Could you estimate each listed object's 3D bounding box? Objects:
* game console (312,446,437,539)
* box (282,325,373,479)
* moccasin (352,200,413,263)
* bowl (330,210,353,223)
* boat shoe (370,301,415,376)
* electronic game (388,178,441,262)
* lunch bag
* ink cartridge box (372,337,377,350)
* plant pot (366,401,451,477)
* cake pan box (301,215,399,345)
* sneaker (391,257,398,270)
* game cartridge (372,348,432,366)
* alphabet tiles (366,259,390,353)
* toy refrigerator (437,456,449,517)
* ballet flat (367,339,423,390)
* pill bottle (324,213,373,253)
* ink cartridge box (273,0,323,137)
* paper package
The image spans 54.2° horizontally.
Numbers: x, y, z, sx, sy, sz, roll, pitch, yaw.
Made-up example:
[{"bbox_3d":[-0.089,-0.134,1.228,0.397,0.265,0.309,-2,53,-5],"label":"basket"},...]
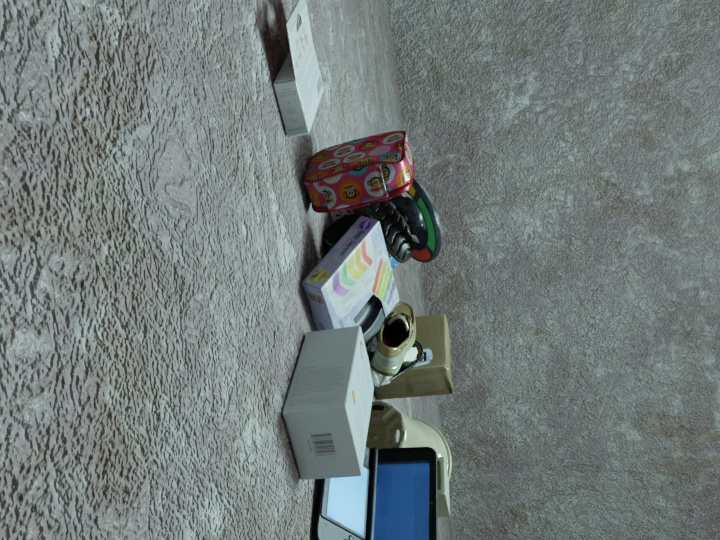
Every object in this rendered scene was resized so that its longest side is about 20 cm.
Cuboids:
[{"bbox_3d":[0.027,0.353,1.122,0.175,0.115,0.204,38,37,-29],"label":"game console"},{"bbox_3d":[-0.043,0.196,1.073,0.201,0.094,0.128,-77,157,-61],"label":"box"},{"bbox_3d":[0.033,-0.100,1.421,0.201,0.074,0.077,46,-21,-11],"label":"moccasin"},{"bbox_3d":[-0.006,-0.154,1.515,0.201,0.091,0.208,-8,90,-79],"label":"bowl"},{"bbox_3d":[0.072,0.115,1.338,0.202,0.072,0.068,-68,173,-56],"label":"boat shoe"},{"bbox_3d":[0.099,-0.110,1.442,0.200,0.041,0.203,47,-28,33],"label":"electronic game"},{"bbox_3d":[-0.001,-0.188,1.273,0.178,0.194,0.084,-81,156,-55],"label":"lunch bag"},{"bbox_3d":[0.020,0.107,1.653,0.101,0.038,0.204,-84,163,-51],"label":"ink cartridge box"},{"bbox_3d":[0.058,0.351,1.358,0.184,0.195,0.205,53,30,-50],"label":"plant pot"},{"bbox_3d":[-0.012,0.041,1.245,0.184,0.051,0.204,-46,138,-33],"label":"cake pan box"},{"bbox_3d":[0.059,-0.003,1.724,0.076,0.102,0.207,-151,-127,-79],"label":"sneaker"},{"bbox_3d":[0.064,0.193,1.538,0.199,0.129,0.043,5,87,-64],"label":"game cartridge"},{"bbox_3d":[-0.001,0.088,1.329,0.165,0.007,0.207,-12,113,-54],"label":"alphabet tiles"},{"bbox_3d":[0.053,0.378,1.217,0.077,0.194,0.071,-83,161,-51],"label":"toy refrigerator"},{"bbox_3d":[0.052,0.180,1.355,0.197,0.072,0.075,-20,105,-42],"label":"ballet flat"},{"bbox_3d":[0.000,0.000,1.401,0.113,0.108,0.204,-84,164,-51],"label":"pill bottle"},{"bbox_3d":[-0.109,-0.351,1.188,0.202,0.043,0.180,-82,163,-56],"label":"ink cartridge box"},{"bbox_3d":[0.127,0.211,1.739,0.193,0.194,0.106,-83,162,-51],"label":"paper package"}]
